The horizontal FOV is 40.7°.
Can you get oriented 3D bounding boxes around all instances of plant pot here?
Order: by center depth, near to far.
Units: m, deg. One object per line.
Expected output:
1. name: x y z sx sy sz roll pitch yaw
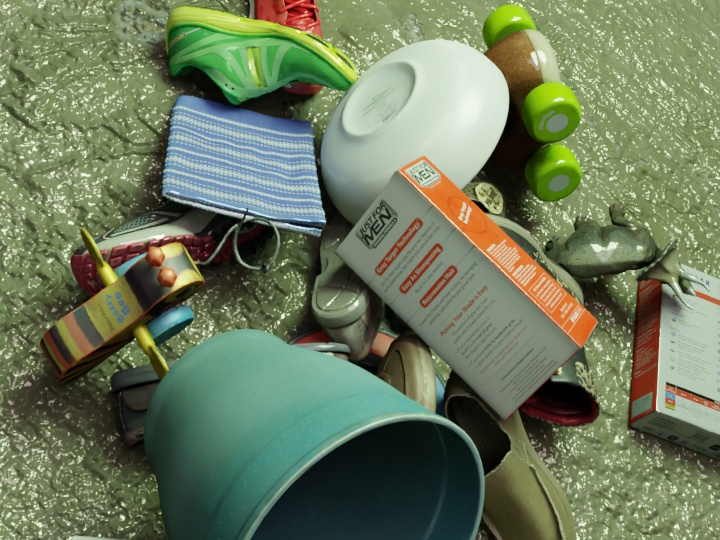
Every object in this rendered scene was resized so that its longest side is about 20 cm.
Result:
1. plant pot: -0.051 0.141 0.657 0.198 0.203 0.187 -22 35 -29

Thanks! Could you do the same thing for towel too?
1. towel: -0.104 -0.103 0.883 0.143 0.024 0.201 12 30 -14

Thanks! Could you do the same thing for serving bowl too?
1. serving bowl: 0.035 -0.138 0.892 0.066 0.198 0.202 40 50 -38

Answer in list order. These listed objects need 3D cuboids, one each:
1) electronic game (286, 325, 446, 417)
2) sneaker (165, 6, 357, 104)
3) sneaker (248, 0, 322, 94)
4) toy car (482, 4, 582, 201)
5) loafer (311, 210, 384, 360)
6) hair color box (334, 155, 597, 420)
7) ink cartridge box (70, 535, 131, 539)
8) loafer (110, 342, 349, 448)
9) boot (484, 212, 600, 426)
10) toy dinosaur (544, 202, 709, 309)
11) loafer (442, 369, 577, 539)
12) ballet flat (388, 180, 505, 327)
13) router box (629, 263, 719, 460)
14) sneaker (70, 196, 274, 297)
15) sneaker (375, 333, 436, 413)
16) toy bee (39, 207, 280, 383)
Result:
1. electronic game: -0.002 0.140 0.844 0.197 0.042 0.203 9 62 -17
2. sneaker: -0.097 -0.200 0.946 0.197 0.074 0.085 15 102 12
3. sneaker: -0.073 -0.289 0.989 0.077 0.116 0.202 -13 69 -26
4. toy car: 0.106 -0.153 0.996 0.197 0.159 0.166 -15 48 0
5. loafer: 0.000 0.000 0.898 0.071 0.063 0.201 -10 34 20
6. hair color box: 0.085 0.013 0.798 0.200 0.102 0.061 45 32 6
7. ink cartridge box: -0.124 0.280 0.698 0.197 0.084 0.147 9 60 -17
8. loafer: -0.103 0.101 0.789 0.197 0.072 0.064 -8 76 2
9. boot: 0.147 0.046 0.889 0.199 0.073 0.152 35 37 -35
10. toy dinosaur: 0.242 -0.022 0.975 0.197 0.102 0.078 5 106 -4
11. loafer: 0.119 0.177 0.833 0.067 0.076 0.202 -19 81 -57
12. ballet flat: 0.093 -0.023 0.961 0.067 0.046 0.200 40 57 1
13. router box: 0.382 0.104 1.008 0.198 0.049 0.181 21 59 -10
14. sneaker: -0.165 -0.033 0.852 0.199 0.081 0.075 -24 59 -39
15. sneaker: 0.011 0.141 0.784 0.075 0.070 0.203 15 66 -17
16. toy bee: -0.166 0.010 0.736 0.130 0.109 0.201 36 85 6
